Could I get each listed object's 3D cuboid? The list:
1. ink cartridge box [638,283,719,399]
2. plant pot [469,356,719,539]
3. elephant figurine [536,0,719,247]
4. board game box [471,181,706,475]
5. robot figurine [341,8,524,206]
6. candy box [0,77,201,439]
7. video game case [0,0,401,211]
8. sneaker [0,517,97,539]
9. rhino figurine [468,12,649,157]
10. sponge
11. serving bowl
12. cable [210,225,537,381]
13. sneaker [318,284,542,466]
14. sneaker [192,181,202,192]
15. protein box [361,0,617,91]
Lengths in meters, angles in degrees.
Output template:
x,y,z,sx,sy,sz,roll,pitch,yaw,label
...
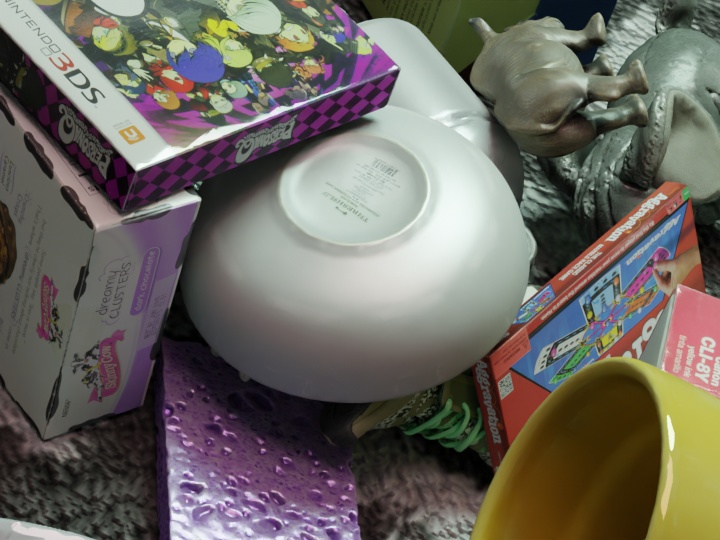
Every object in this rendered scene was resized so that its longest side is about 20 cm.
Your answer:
x,y,z,sx,sy,sz,roll,pitch,yaw,label
0.242,0.114,1.521,0.199,0.146,0.084,20,42,-1,ink cartridge box
0.178,0.171,1.414,0.188,0.201,0.202,23,38,-21,plant pot
0.180,-0.061,1.686,0.155,0.142,0.200,41,41,15,elephant figurine
0.138,0.041,1.578,0.019,0.104,0.200,15,40,39,board game box
0.026,-0.076,1.663,0.169,0.113,0.200,16,30,-53,robot figurine
-0.183,-0.038,1.496,0.071,0.168,0.200,-17,54,-34,candy box
-0.107,-0.129,1.469,0.199,0.036,0.181,-23,60,-39,video game case
-0.150,0.169,1.362,0.199,0.073,0.071,11,82,15,sneaker
0.112,-0.123,1.651,0.087,0.060,0.200,-18,24,-4,rhino figurine
-0.057,0.124,1.479,0.111,0.030,0.201,9,42,-14,sponge
-0.003,-0.025,1.493,0.198,0.066,0.201,0,49,0,serving bowl
0.000,0.000,1.558,0.199,0.051,0.097,-14,54,-22,cable
0.058,0.073,1.540,0.200,0.077,0.089,-25,87,-47,sneaker
-0.126,-0.045,1.608,0.199,0.081,0.075,30,70,12,sneaker
0.083,-0.262,1.820,0.134,0.199,0.200,-8,48,-29,protein box
